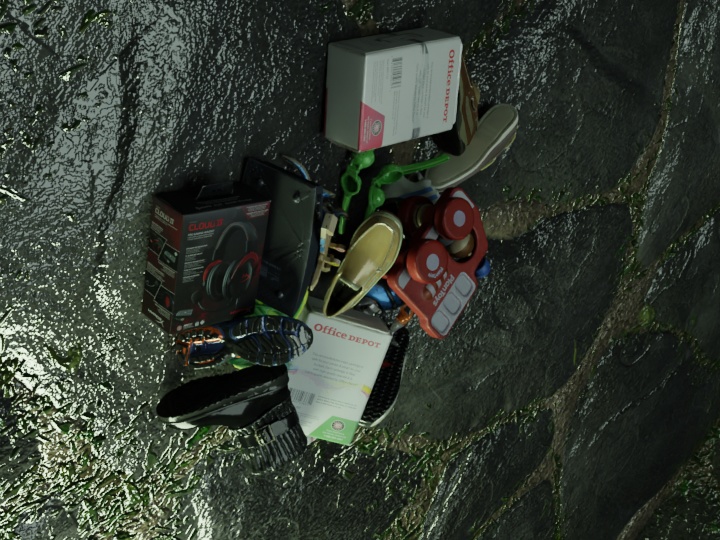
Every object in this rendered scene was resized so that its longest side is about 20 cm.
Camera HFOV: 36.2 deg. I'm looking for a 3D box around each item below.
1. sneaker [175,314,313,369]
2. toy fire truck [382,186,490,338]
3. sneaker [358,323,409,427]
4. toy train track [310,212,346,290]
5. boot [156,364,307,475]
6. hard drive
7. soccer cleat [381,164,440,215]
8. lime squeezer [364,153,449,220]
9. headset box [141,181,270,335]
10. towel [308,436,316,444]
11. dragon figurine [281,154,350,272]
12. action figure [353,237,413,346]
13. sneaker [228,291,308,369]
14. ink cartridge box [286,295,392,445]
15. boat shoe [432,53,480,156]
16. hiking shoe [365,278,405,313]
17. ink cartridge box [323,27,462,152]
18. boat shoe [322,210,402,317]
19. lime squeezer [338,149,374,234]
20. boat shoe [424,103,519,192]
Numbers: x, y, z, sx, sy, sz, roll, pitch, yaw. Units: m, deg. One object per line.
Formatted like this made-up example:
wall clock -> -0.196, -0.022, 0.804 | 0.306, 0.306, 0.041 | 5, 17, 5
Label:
sneaker -> -0.161, 0.093, 1.571 | 0.078, 0.199, 0.076 | -45, 131, -70
toy fire truck -> 0.124, -0.018, 1.689 | 0.168, 0.112, 0.200 | 48, 65, -31
sneaker -> 0.038, 0.192, 1.869 | 0.094, 0.070, 0.200 | 90, 16, -54
toy train track -> -0.039, -0.035, 1.552 | 0.200, 0.032, 0.115 | 98, 8, -74
boot -> -0.188, 0.236, 1.643 | 0.211, 0.079, 0.158 | -14, 118, -11
hard drive -> -0.117, -0.048, 1.550 | 0.042, 0.135, 0.200 | -24, 132, -52
soccer cleat -> 0.113, -0.110, 1.787 | 0.200, 0.070, 0.087 | 24, 63, -41
lime squeezer -> 0.044, -0.116, 1.683 | 0.200, 0.071, 0.038 | -48, 172, -7
headset box -> -0.210, -0.028, 1.501 | 0.148, 0.075, 0.200 | -13, 124, -43
towel -> -0.044, 0.217, 1.893 | 0.200, 0.030, 0.147 | -26, 133, -35
dragon figurine -> -0.080, -0.076, 1.627 | 0.099, 0.059, 0.200 | -49, 143, -12
action figure -> 0.052, -0.001, 1.830 | 0.200, 0.105, 0.194 | 39, 76, -24
sneaker -> -0.141, 0.063, 1.642 | 0.083, 0.074, 0.200 | 7, 110, -54
ink cartridge box -> -0.055, 0.157, 1.744 | 0.145, 0.088, 0.200 | 16, 105, -17
boat shoe -> 0.151, -0.275, 1.748 | 0.074, 0.076, 0.200 | -44, 149, -26
hiking shoe -> 0.060, 0.028, 1.755 | 0.200, 0.074, 0.087 | 16, 102, -15
ink cartridge box -> 0.048, -0.268, 1.615 | 0.200, 0.083, 0.147 | -19, 123, -40
boat shoe -> 0.000, 0.000, 1.611 | 0.076, 0.072, 0.200 | -53, 173, -50
lime squeezer -> -0.004, -0.151, 1.693 | 0.200, 0.038, 0.071 | -65, 174, 7
boat shoe -> 0.189, -0.195, 1.841 | 0.200, 0.072, 0.060 | -44, 151, -13
